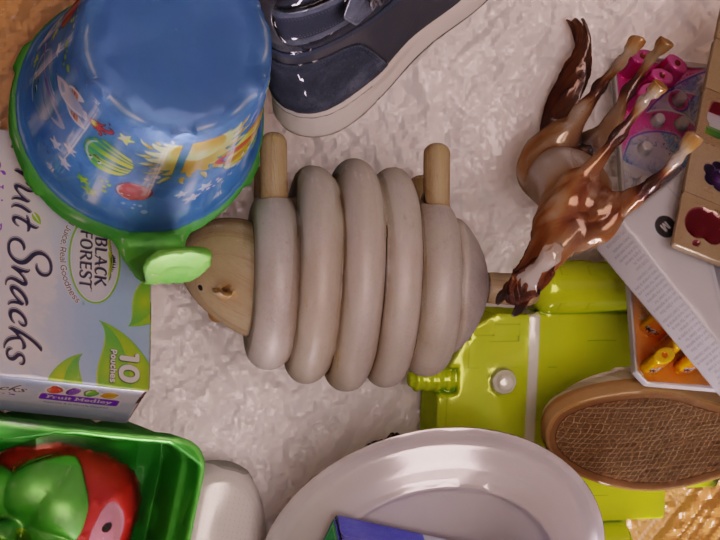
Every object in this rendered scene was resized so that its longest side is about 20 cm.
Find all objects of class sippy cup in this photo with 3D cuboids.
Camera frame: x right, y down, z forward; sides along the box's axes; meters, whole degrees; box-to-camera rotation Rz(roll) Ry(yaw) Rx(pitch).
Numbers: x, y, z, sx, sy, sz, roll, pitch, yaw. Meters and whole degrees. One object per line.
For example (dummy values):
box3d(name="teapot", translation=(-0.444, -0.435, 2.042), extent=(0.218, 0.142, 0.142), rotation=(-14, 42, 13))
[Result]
box3d(name="sippy cup", translation=(-0.103, -0.094, 1.217), extent=(0.140, 0.130, 0.178), rotation=(-40, 89, -20))

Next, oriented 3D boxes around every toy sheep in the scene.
box3d(name="toy sheep", translation=(0.000, 0.000, 1.311), extent=(0.199, 0.138, 0.139), rotation=(2, 97, -4))

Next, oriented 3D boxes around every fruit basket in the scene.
box3d(name="fruit basket", translation=(-0.166, 0.177, 1.233), extent=(0.155, 0.216, 0.217), rotation=(7, 95, -18))

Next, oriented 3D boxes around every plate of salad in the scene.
box3d(name="plate of salad", translation=(0.039, 0.162, 1.362), extent=(0.199, 0.048, 0.201), rotation=(-5, 125, -7))

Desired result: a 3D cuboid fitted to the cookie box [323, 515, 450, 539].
box3d(name="cookie box", translation=(0.029, 0.248, 1.342), extent=(0.170, 0.075, 0.201), rotation=(14, 117, -19))

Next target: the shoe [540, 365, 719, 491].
box3d(name="shoe", translation=(0.191, 0.084, 1.390), extent=(0.199, 0.053, 0.070), rotation=(1, 116, -19))

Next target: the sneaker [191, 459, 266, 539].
box3d(name="sneaker", translation=(-0.091, 0.206, 1.335), extent=(0.070, 0.080, 0.201), rotation=(14, 91, -17))

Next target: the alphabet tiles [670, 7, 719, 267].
box3d(name="alphabet tiles", translation=(0.275, -0.049, 1.346), extent=(0.199, 0.008, 0.168), rotation=(22, 62, -12))

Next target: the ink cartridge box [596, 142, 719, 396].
box3d(name="ink cartridge box", translation=(0.262, 0.004, 1.348), extent=(0.199, 0.041, 0.200), rotation=(-38, 86, -28))

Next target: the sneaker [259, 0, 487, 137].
box3d(name="sneaker", translation=(0.013, -0.184, 1.271), extent=(0.203, 0.077, 0.146), rotation=(-51, 149, -22))

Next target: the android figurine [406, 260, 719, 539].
box3d(name="android figurine", translation=(0.119, 0.083, 1.405), extent=(0.199, 0.041, 0.183), rotation=(2, 97, -19))

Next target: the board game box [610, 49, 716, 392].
box3d(name="board game box", translation=(0.245, -0.026, 1.391), extent=(0.199, 0.026, 0.201), rotation=(5, 69, -18))

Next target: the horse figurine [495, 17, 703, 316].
box3d(name="horse figurine", translation=(0.124, -0.063, 1.323), extent=(0.050, 0.200, 0.133), rotation=(32, 113, -19))

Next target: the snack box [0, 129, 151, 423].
box3d(name="snack box", translation=(-0.209, -0.004, 1.251), extent=(0.199, 0.053, 0.143), rotation=(8, 64, -18))
